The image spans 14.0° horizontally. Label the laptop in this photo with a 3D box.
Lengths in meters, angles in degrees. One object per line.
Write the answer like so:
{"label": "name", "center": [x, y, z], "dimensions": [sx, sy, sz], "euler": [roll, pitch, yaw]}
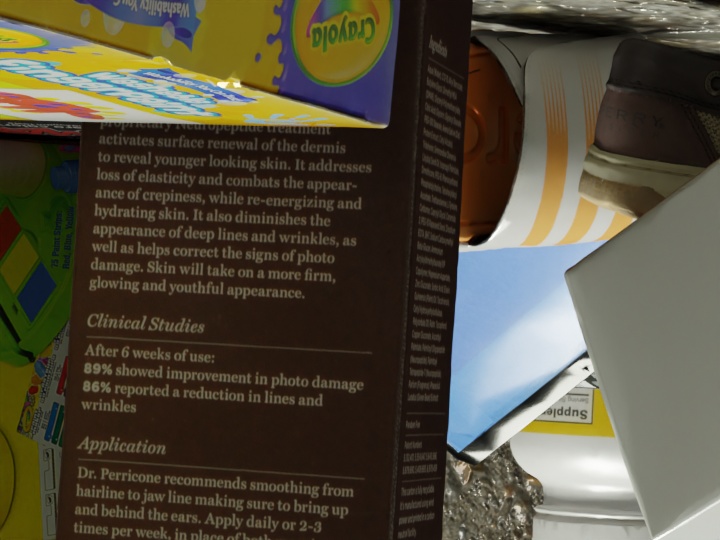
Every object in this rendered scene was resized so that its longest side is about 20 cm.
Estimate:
{"label": "laptop", "center": [0.000, 0.000, 1.124], "dimensions": [0.199, 0.104, 0.177], "euler": [-2, 151, -40]}

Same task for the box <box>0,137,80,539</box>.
{"label": "box", "center": [-0.122, 0.068, 0.946], "dimensions": [0.192, 0.201, 0.122], "euler": [5, 165, -5]}

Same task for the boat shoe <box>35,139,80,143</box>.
{"label": "boat shoe", "center": [-0.090, -0.069, 0.980], "dimensions": [0.199, 0.071, 0.063], "euler": [-1, 179, 7]}

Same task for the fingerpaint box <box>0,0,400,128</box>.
{"label": "fingerpaint box", "center": [-0.105, -0.082, 0.698], "dimensions": [0.166, 0.074, 0.200], "euler": [3, 177, 27]}

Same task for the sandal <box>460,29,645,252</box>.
{"label": "sandal", "center": [0.098, -0.051, 1.054], "dimensions": [0.206, 0.080, 0.059], "euler": [-4, 180, -32]}

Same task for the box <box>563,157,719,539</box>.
{"label": "box", "center": [0.180, 0.000, 0.884], "dimensions": [0.124, 0.098, 0.200], "euler": [7, 147, -42]}

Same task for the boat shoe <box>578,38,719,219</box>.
{"label": "boat shoe", "center": [0.159, -0.051, 0.990], "dimensions": [0.199, 0.065, 0.072], "euler": [-3, -162, -34]}

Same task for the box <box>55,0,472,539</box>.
{"label": "box", "center": [-0.026, -0.005, 0.833], "dimensions": [0.100, 0.201, 0.075], "euler": [4, 179, 14]}

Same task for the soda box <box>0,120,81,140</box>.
{"label": "soda box", "center": [-0.157, -0.077, 0.923], "dimensions": [0.199, 0.064, 0.071], "euler": [2, 176, 14]}

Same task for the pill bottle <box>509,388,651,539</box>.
{"label": "pill bottle", "center": [0.130, 0.042, 1.426], "dimensions": [0.112, 0.201, 0.112], "euler": [2, 178, 0]}

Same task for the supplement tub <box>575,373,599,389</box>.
{"label": "supplement tub", "center": [0.076, -0.009, 1.325], "dimensions": [0.199, 0.123, 0.122], "euler": [2, 176, 33]}
